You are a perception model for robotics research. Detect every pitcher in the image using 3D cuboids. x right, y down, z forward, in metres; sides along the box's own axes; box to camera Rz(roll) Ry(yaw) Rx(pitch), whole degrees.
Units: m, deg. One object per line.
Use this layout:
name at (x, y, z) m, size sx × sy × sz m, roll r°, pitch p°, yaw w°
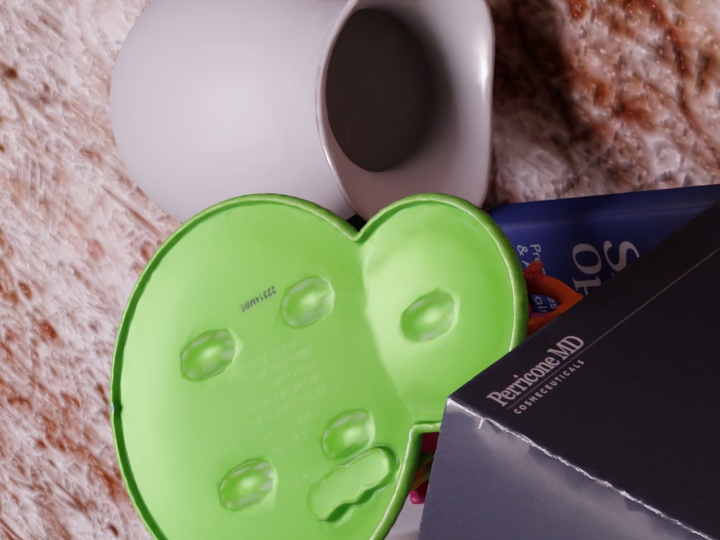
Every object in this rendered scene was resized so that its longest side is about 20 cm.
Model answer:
pitcher at (-0.017, -0.096, 1.074) m, size 0.200 × 0.121 × 0.172 m, roll 1°, pitch 72°, yaw 60°

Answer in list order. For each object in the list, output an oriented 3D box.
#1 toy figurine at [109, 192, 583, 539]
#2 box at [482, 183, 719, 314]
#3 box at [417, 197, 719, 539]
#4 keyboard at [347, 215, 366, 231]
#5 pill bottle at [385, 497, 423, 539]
toy figurine at (0.036, 0.038, 0.993) m, size 0.200 × 0.184 × 0.150 m, roll -30°, pitch 71°, yaw 35°
box at (0.127, 0.026, 1.044) m, size 0.200 × 0.032 × 0.121 m, roll -5°, pitch 110°, yaw 51°
box at (0.147, 0.083, 0.883) m, size 0.182 × 0.200 × 0.104 m, roll 29°, pitch 127°, yaw 25°
keyboard at (0.000, 0.000, 1.176) m, size 0.200 × 0.040 × 0.104 m, roll 23°, pitch 120°, yaw 55°
pill bottle at (-0.010, 0.152, 1.230) m, size 0.111 × 0.111 × 0.200 m, roll 42°, pitch 141°, yaw 23°
